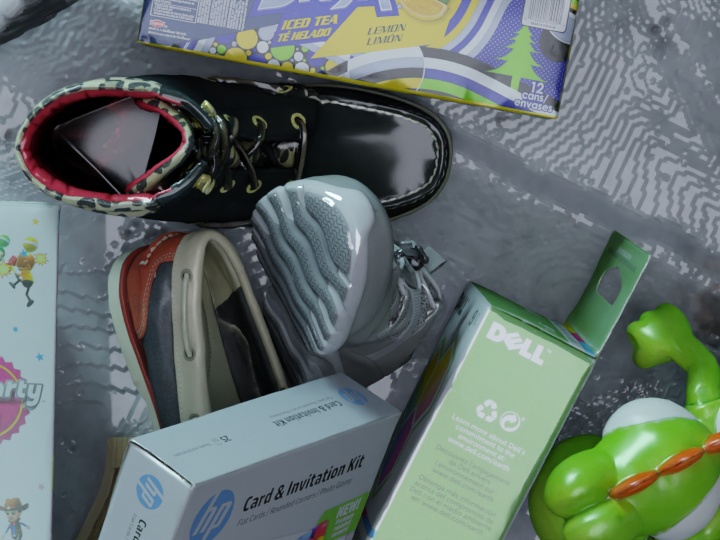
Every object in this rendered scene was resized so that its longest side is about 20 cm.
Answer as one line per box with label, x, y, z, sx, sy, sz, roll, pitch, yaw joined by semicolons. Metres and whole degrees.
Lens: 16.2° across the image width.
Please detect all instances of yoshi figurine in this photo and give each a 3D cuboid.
yoshi figurine;0.154;0.083;1.183;0.199;0.112;0.113;-21;137;-31

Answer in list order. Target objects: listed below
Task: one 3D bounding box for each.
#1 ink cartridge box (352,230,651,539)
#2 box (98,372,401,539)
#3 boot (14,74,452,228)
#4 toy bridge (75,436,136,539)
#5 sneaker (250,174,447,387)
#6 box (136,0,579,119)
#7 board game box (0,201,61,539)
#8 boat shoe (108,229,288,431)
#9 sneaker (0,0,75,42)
ink cartridge box;0.059;0.064;1.185;0.059;0.104;0.201;27;94;-5
box;-0.069;0.151;1.099;0.041;0.156;0.201;31;114;26
boot;-0.056;-0.051;1.145;0.202;0.154;0.074;3;93;-1
toy bridge;-0.117;0.181;1.214;0.067;0.027;0.202;-1;84;29
sneaker;0.000;0.000;1.144;0.082;0.200;0.075;-24;75;-11
box;-0.001;-0.119;1.182;0.198;0.070;0.065;11;94;-3
board game box;-0.172;0.083;1.128;0.064;0.148;0.202;1;77;-13
boat shoe;-0.057;0.077;1.191;0.062;0.071;0.201;-14;98;43
sneaker;-0.149;-0.172;1.138;0.082;0.075;0.200;47;127;6
